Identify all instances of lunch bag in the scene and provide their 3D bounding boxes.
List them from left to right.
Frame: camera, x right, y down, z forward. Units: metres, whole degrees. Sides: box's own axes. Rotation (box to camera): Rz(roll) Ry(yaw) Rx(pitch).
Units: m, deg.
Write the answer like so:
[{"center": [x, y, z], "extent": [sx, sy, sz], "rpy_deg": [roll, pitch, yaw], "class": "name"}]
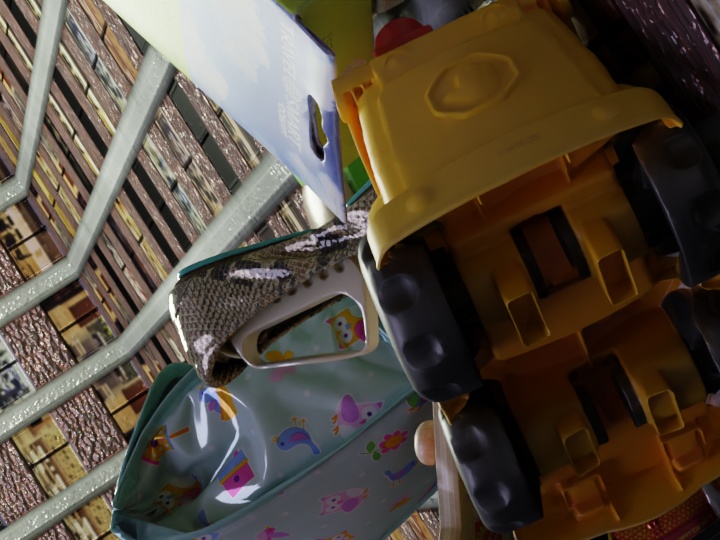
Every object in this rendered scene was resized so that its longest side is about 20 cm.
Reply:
[{"center": [-0.035, 0.098, 1.363], "extent": [0.122, 0.200, 0.170], "rpy_deg": [54, -168, 23], "class": "lunch bag"}]

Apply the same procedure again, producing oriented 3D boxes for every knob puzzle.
[{"center": [0.051, 0.101, 1.116], "extent": [0.220, 0.030, 0.222], "rpy_deg": [-1, -90, -77], "class": "knob puzzle"}]

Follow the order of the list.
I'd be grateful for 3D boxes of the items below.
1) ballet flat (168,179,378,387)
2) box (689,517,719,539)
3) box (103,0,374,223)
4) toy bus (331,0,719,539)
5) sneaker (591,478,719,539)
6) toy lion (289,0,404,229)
[{"center": [0.000, 0.000, 1.102], "extent": [0.068, 0.199, 0.076], "rpy_deg": [17, -131, -59], "class": "ballet flat"}, {"center": [0.150, 0.203, 0.969], "extent": [0.124, 0.199, 0.149], "rpy_deg": [47, 164, 36], "class": "box"}, {"center": [-0.060, -0.124, 1.034], "extent": [0.200, 0.048, 0.122], "rpy_deg": [42, 158, 26], "class": "box"}, {"center": [0.066, -0.015, 0.962], "extent": [0.201, 0.135, 0.192], "rpy_deg": [64, 180, -41], "class": "toy bus"}, {"center": [0.113, 0.097, 1.153], "extent": [0.073, 0.077, 0.200], "rpy_deg": [59, 173, -13], "class": "sneaker"}, {"center": [-0.040, -0.127, 1.180], "extent": [0.192, 0.068, 0.201], "rpy_deg": [44, 154, 50], "class": "toy lion"}]
